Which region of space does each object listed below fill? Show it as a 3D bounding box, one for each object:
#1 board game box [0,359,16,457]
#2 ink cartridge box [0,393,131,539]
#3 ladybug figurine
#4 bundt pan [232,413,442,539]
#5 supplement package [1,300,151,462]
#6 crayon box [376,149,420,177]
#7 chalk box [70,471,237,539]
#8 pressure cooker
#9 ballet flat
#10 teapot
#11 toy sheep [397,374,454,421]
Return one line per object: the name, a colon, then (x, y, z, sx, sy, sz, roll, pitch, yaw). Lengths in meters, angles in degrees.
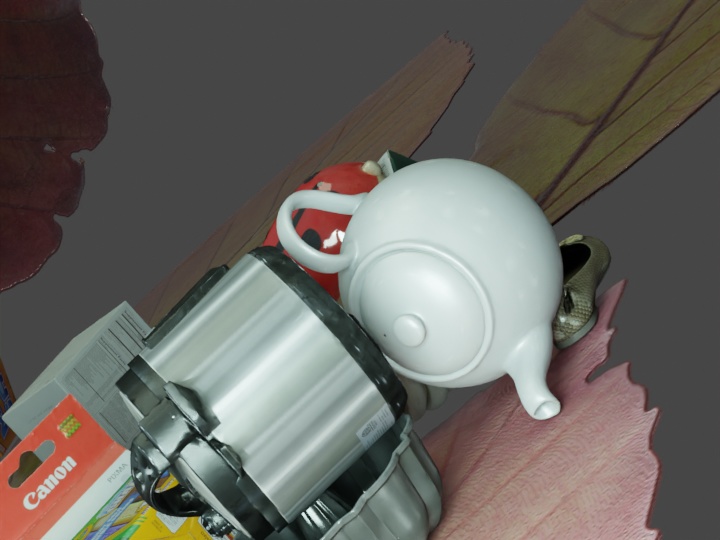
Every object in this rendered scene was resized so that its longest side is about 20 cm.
board game box: (-0.805, 0.268, 3.297, 0.198, 0.202, 0.200, -16, 14, 6)
ink cartridge box: (-0.265, 0.243, 1.650, 0.162, 0.200, 0.050, -46, 13, -27)
ladybug figurine: (-0.042, -0.019, 1.563, 0.201, 0.071, 0.136, -61, 34, 15)
bundt pan: (-0.016, 0.201, 1.277, 0.201, 0.076, 0.202, -39, 10, 8)
supplement package: (-0.384, 0.182, 2.450, 0.151, 0.151, 0.200, -32, 14, 40)
crayon box: (0.000, 0.000, 1.604, 0.200, 0.050, 0.128, -47, 40, 31)
chalk box: (-0.181, 0.257, 1.508, 0.124, 0.125, 0.200, -47, 13, -30)
pressure cooker: (-0.086, 0.103, 1.251, 0.200, 0.176, 0.178, -43, 27, -8)
ballet flat: (0.178, 0.007, 1.458, 0.067, 0.046, 0.200, -36, 12, 23)
teapot: (0.056, 0.014, 1.325, 0.198, 0.199, 0.146, -8, 21, 28)
toy sheep: (0.037, 0.066, 1.496, 0.199, 0.139, 0.138, -33, 8, -17)
